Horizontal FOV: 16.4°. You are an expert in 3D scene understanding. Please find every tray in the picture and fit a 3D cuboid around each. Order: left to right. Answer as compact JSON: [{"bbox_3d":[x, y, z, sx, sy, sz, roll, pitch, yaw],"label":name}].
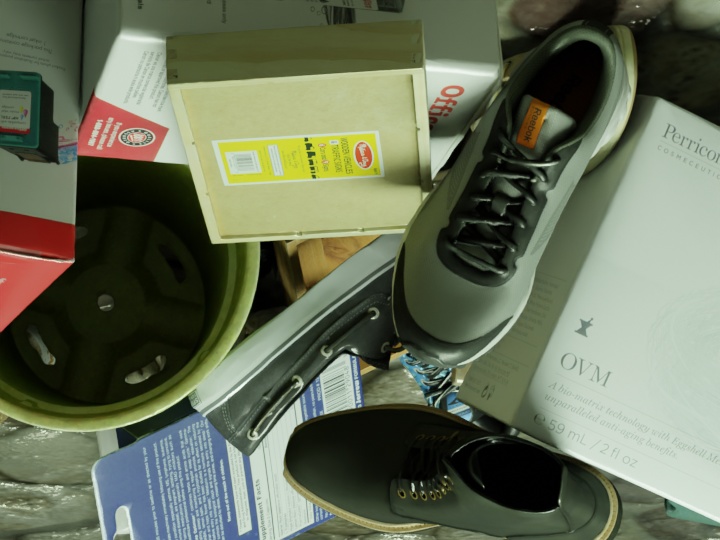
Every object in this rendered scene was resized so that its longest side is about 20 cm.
[{"bbox_3d":[0.000,0.000,1.576,0.098,0.037,0.200,-25,151,-9],"label":"tray"}]

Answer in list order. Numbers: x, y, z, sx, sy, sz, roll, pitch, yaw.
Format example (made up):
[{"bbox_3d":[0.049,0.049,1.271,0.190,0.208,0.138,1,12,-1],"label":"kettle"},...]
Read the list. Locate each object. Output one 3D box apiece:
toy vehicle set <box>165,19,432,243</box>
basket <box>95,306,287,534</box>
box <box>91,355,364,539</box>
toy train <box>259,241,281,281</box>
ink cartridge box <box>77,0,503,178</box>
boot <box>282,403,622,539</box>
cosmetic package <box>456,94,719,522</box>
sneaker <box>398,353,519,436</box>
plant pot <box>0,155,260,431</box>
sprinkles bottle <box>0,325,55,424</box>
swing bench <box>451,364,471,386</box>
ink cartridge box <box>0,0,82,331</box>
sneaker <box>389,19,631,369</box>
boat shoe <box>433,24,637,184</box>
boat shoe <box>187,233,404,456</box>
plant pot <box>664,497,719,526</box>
[{"bbox_3d":[-0.026,-0.067,1.276,0.124,0.027,0.200,-3,158,2],"label":"toy vehicle set"},{"bbox_3d":[-0.091,0.096,1.697,0.123,0.136,0.200,-10,179,15],"label":"basket"},{"bbox_3d":[-0.082,0.125,1.542,0.199,0.122,0.032,-24,-148,-32],"label":"box"},{"bbox_3d":[-0.044,-0.042,1.562,0.046,0.034,0.200,-9,159,-13],"label":"toy train"},{"bbox_3d":[-0.041,-0.116,1.303,0.199,0.084,0.144,5,157,-15],"label":"ink cartridge box"},{"bbox_3d":[0.039,0.106,1.393,0.199,0.078,0.138,6,169,17],"label":"boot"},{"bbox_3d":[0.194,0.029,1.419,0.199,0.201,0.123,24,178,-14],"label":"cosmetic package"},{"bbox_3d":[0.068,0.063,1.746,0.078,0.090,0.200,-15,149,31],"label":"sneaker"},{"bbox_3d":[-0.158,0.007,1.501,0.199,0.201,0.184,0,169,-1],"label":"plant pot"},{"bbox_3d":[-0.237,0.060,1.619,0.068,0.069,0.200,-8,-163,18],"label":"sprinkles bottle"},{"bbox_3d":[0.179,0.020,1.583,0.198,0.130,0.200,4,179,-13],"label":"swing bench"},{"bbox_3d":[-0.199,-0.045,1.318,0.067,0.201,0.116,10,156,-25],"label":"ink cartridge box"},{"bbox_3d":[0.073,-0.044,1.273,0.074,0.201,0.079,27,169,7],"label":"sneaker"},{"bbox_3d":[0.088,-0.086,1.406,0.065,0.073,0.200,8,162,-23],"label":"boat shoe"},{"bbox_3d":[-0.008,0.036,1.484,0.200,0.066,0.070,-37,178,-7],"label":"boat shoe"},{"bbox_3d":[0.318,0.111,1.763,0.195,0.201,0.200,5,159,6],"label":"plant pot"}]
